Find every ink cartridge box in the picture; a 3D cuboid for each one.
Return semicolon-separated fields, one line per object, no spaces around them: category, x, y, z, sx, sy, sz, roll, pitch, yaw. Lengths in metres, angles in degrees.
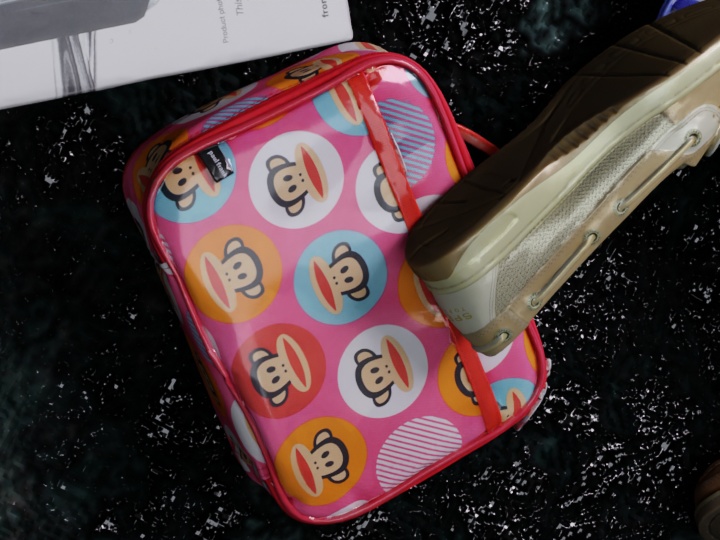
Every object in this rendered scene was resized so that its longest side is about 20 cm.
ink cartridge box;-0.119;-0.125;0.863;0.198;0.144;0.084;-11;105;-11

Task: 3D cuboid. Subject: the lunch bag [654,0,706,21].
lunch bag;0.244;-0.104;0.953;0.199;0.076;0.161;33;91;18

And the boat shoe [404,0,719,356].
boat shoe;0.112;-0.047;0.916;0.200;0.073;0.063;-41;112;-9

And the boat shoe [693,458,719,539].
boat shoe;0.257;0.076;1.049;0.199;0.068;0.072;-24;143;9

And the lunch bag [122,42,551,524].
lunch bag;0.000;0.000;0.960;0.175;0.082;0.201;-27;108;-11
